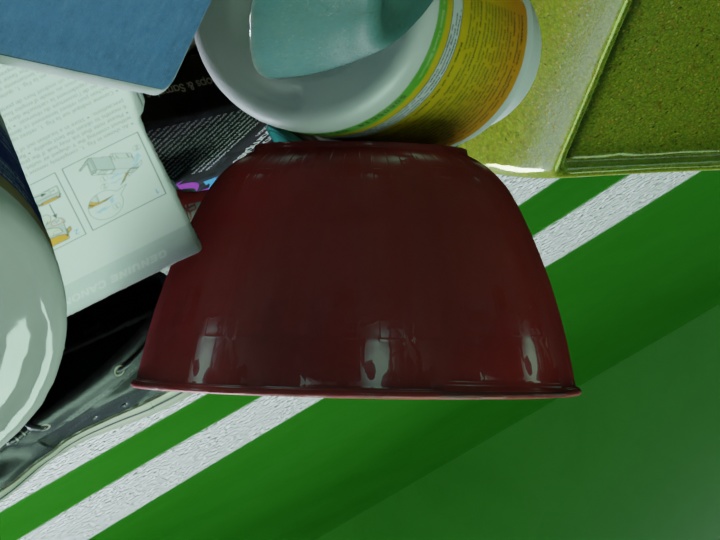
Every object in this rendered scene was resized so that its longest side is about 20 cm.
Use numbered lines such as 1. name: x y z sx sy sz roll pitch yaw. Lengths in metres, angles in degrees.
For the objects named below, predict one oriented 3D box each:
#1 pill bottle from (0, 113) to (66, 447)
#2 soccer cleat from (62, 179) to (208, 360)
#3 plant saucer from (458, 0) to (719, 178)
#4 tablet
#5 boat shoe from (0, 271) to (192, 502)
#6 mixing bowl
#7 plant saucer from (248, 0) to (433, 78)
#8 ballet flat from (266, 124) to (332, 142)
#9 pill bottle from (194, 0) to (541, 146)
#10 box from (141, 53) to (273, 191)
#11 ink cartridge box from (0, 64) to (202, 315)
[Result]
1. pill bottle: -0.167 -0.021 0.840 0.110 0.112 0.200 -26 -150 -4
2. soccer cleat: -0.143 0.023 1.262 0.199 0.086 0.069 -26 169 7
3. plant saucer: 0.171 -0.118 1.312 0.198 0.048 0.201 -4 137 -25
4. tablet: -0.089 -0.130 0.897 0.131 0.014 0.200 -64 160 8
5. boat shoe: -0.163 0.060 1.192 0.199 0.075 0.062 -27 135 -5
6. mixing bowl: 0.000 0.000 1.105 0.198 0.109 0.200 2 180 0
7. plant saucer: 0.024 -0.151 0.877 0.201 0.036 0.200 -60 169 -20
8. ballet flat: -0.010 -0.063 1.263 0.069 0.070 0.200 -25 173 -7
9. pill bottle: 0.013 -0.110 1.123 0.111 0.112 0.200 -30 168 18
10. box: -0.110 -0.063 1.257 0.199 0.036 0.143 -15 164 -42
11. ink cartridge box: -0.179 -0.034 0.998 0.199 0.044 0.174 -26 139 -4
